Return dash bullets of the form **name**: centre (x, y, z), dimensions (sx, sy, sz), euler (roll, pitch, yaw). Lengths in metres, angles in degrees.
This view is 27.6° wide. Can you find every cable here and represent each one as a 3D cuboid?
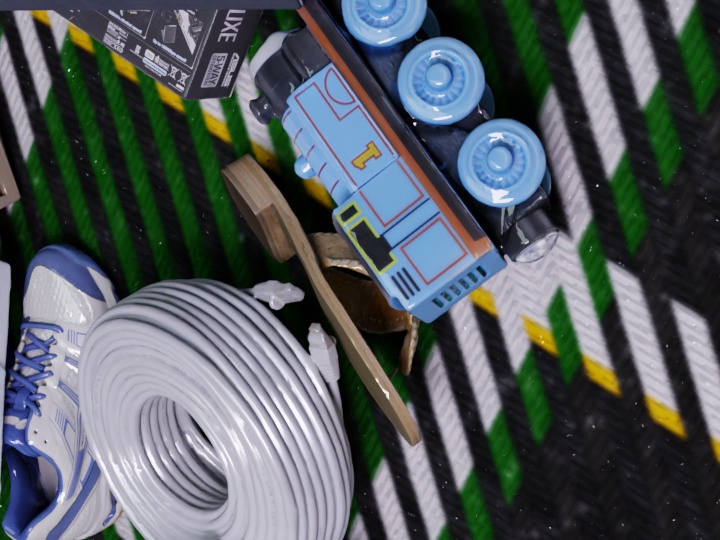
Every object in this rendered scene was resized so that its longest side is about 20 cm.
- **cable**: centre (-0.089, 0.102, 0.881), dimensions (0.199, 0.069, 0.201), euler (4, 116, 44)

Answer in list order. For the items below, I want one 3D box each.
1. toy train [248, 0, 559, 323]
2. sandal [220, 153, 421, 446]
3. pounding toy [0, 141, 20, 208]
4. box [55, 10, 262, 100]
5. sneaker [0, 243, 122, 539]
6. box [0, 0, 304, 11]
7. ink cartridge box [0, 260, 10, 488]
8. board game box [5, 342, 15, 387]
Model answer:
- **toy train**: centre (0.020, -0.073, 0.784), dimensions (0.114, 0.087, 0.201), euler (-36, 78, 3)
- **sandal**: centre (-0.001, -0.003, 0.839), dimensions (0.069, 0.078, 0.212), euler (-32, 59, -8)
- **pounding toy**: centre (-0.354, -0.113, 1.020), dimensions (0.199, 0.142, 0.185), euler (-7, 107, 34)
- **box**: centre (-0.138, -0.221, 0.896), dimensions (0.199, 0.050, 0.158), euler (34, 114, 23)
- **sneaker**: centre (-0.203, 0.084, 0.969), dimensions (0.075, 0.088, 0.202), euler (-2, 96, 34)
- **box**: centre (-0.122, -0.251, 0.768), dimensions (0.199, 0.124, 0.198), euler (3, 69, 17)
- **ink cartridge box**: centre (-0.301, 0.055, 0.876), dimensions (0.047, 0.200, 0.161), euler (-10, 73, 34)
- **board game box**: centre (-0.360, 0.099, 1.044), dimensions (0.199, 0.134, 0.045), euler (-22, 86, 34)
